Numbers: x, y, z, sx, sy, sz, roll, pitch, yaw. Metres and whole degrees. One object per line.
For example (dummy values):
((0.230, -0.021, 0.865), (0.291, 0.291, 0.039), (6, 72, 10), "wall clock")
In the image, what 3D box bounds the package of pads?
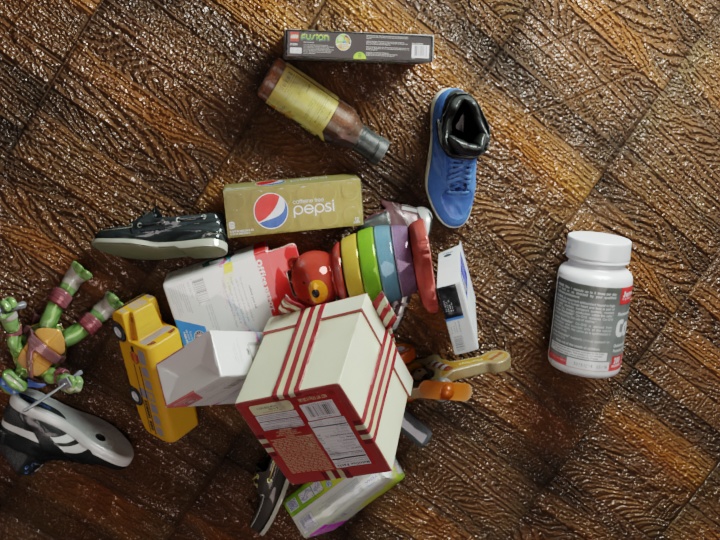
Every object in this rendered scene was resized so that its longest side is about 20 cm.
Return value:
((-0.014, 0.324, 1.129), (0.153, 0.200, 0.069), (-37, 72, 1), "package of pads")

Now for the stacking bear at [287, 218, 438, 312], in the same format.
((0.000, 0.000, 1.037), (0.195, 0.115, 0.124), (-10, 121, 4), "stacking bear")

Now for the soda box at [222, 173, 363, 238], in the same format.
((-0.096, -0.095, 1.085), (0.195, 0.064, 0.070), (-6, 105, -7), "soda box")

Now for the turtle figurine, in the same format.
((-0.421, 0.089, 1.028), (0.142, 0.201, 0.195), (33, 72, 17), "turtle figurine")

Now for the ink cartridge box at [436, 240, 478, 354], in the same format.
((0.140, 0.033, 1.087), (0.038, 0.200, 0.102), (-14, 104, 13), "ink cartridge box")

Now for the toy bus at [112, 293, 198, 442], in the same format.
((-0.294, 0.141, 1.086), (0.065, 0.077, 0.205), (-32, 126, -43), "toy bus")

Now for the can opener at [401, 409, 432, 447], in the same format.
((0.016, 0.213, 1.160), (0.199, 0.053, 0.067), (40, 82, -4), "can opener")

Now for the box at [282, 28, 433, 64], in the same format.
((-0.007, -0.302, 1.026), (0.194, 0.110, 0.036), (0, 103, -8), "box")

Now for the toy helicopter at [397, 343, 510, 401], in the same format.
((0.136, 0.156, 1.141), (0.195, 0.132, 0.081), (-12, 105, -5), "toy helicopter")

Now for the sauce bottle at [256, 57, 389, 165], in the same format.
((-0.050, -0.218, 1.062), (0.198, 0.066, 0.067), (33, 97, -12), "sauce bottle")

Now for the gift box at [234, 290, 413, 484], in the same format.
((-0.039, 0.138, 0.991), (0.180, 0.188, 0.203), (-10, 123, 22), "gift box")

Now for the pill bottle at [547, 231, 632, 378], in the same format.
((0.354, 0.050, 1.157), (0.111, 0.114, 0.205), (2, 103, -8), "pill bottle")

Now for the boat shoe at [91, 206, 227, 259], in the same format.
((-0.282, -0.057, 1.067), (0.194, 0.075, 0.068), (-1, 73, 12), "boat shoe")

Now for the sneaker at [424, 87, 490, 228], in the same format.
((0.139, -0.155, 1.080), (0.075, 0.111, 0.205), (-2, 104, -7), "sneaker")

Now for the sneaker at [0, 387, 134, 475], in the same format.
((-0.443, 0.267, 1.122), (0.197, 0.073, 0.113), (30, 101, -5), "sneaker")

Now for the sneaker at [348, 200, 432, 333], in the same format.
((0.028, -0.009, 1.127), (0.113, 0.076, 0.205), (17, 91, -5), "sneaker")

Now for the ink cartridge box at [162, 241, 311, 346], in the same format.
((-0.175, 0.035, 1.102), (0.195, 0.067, 0.119), (-17, 106, -4), "ink cartridge box")

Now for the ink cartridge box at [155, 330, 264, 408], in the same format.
((-0.176, 0.140, 1.077), (0.115, 0.198, 0.069), (-29, 69, 27), "ink cartridge box")

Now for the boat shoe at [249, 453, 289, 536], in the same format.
((-0.134, 0.309, 1.174), (0.059, 0.072, 0.205), (22, 92, -8), "boat shoe")
